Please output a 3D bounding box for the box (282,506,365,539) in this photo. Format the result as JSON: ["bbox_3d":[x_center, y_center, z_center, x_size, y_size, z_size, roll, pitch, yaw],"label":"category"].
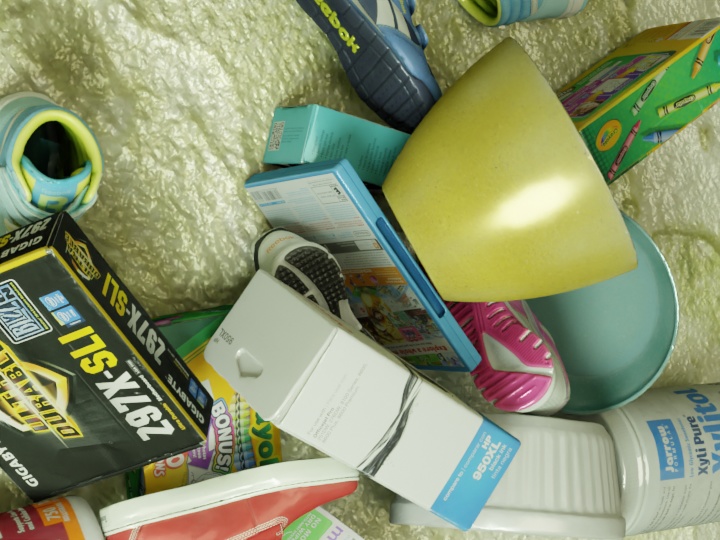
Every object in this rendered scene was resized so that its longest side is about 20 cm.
[{"bbox_3d":[-0.047,0.318,1.053,0.200,0.096,0.177,-48,137,-16],"label":"box"}]

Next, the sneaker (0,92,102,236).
[{"bbox_3d":[-0.233,-0.025,0.939,0.079,0.130,0.202,-2,97,-26],"label":"sneaker"}]

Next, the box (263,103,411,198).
[{"bbox_3d":[0.026,-0.087,1.103,0.199,0.082,0.050,15,88,-27],"label":"box"}]

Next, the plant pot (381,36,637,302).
[{"bbox_3d":[0.101,-0.054,1.010,0.141,0.200,0.201,-30,108,4],"label":"plant pot"}]

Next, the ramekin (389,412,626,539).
[{"bbox_3d":[0.125,0.173,1.117,0.201,0.202,0.095,10,78,-27],"label":"ramekin"}]

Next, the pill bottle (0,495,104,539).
[{"bbox_3d":[-0.285,0.240,0.950,0.199,0.113,0.114,-12,99,-26],"label":"pill bottle"}]

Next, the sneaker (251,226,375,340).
[{"bbox_3d":[-0.034,0.047,1.092,0.073,0.080,0.201,-27,124,-15],"label":"sneaker"}]

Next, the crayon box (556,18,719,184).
[{"bbox_3d":[0.238,-0.150,1.178,0.200,0.119,0.058,-36,109,-20],"label":"crayon box"}]

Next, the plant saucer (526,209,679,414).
[{"bbox_3d":[0.185,0.025,1.154,0.036,0.199,0.201,-29,109,-57],"label":"plant saucer"}]

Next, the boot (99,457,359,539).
[{"bbox_3d":[-0.083,0.223,0.990,0.199,0.072,0.145,-14,81,-18],"label":"boot"}]

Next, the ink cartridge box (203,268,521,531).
[{"bbox_3d":[0.000,0.096,0.989,0.200,0.144,0.085,34,89,-33],"label":"ink cartridge box"}]

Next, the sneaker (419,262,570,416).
[{"bbox_3d":[0.111,0.053,1.118,0.081,0.201,0.088,-35,140,10],"label":"sneaker"}]

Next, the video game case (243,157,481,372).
[{"bbox_3d":[0.000,0.000,1.062,0.018,0.143,0.201,-45,112,-27],"label":"video game case"}]

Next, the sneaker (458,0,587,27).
[{"bbox_3d":[0.122,-0.306,1.139,0.130,0.079,0.201,-21,102,-26],"label":"sneaker"}]

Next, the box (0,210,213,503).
[{"bbox_3d":[-0.221,0.067,0.933,0.159,0.050,0.201,-20,125,17],"label":"box"}]

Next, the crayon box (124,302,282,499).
[{"bbox_3d":[-0.128,0.133,1.053,0.118,0.058,0.202,-8,97,-26],"label":"crayon box"}]

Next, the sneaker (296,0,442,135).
[{"bbox_3d":[0.017,-0.204,1.079,0.082,0.074,0.201,-34,93,-33],"label":"sneaker"}]

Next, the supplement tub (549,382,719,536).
[{"bbox_3d":[0.284,0.175,1.228,0.199,0.132,0.133,-3,95,-28],"label":"supplement tub"}]
